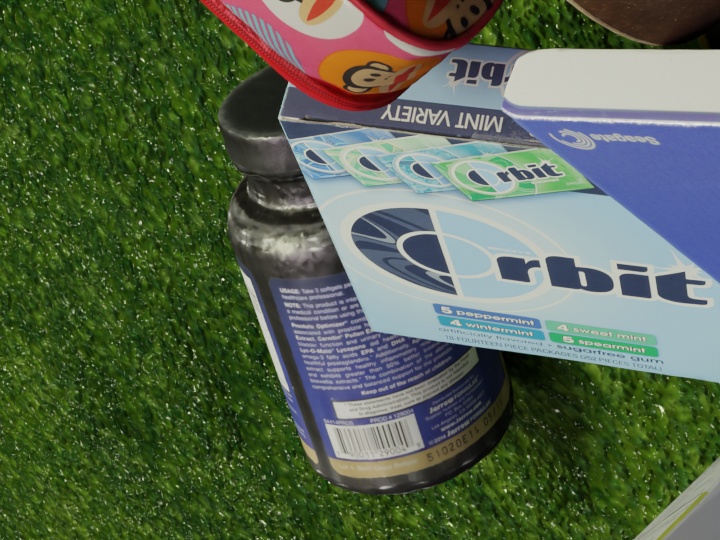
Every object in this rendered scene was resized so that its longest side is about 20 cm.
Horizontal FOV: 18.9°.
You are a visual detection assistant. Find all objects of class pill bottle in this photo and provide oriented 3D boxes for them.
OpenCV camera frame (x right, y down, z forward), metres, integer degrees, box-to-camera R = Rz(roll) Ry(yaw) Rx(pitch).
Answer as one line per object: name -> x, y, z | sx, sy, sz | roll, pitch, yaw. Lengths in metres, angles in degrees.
pill bottle -> 0.000, 0.000, 1.050 | 0.111, 0.112, 0.201 | 16, 133, 45

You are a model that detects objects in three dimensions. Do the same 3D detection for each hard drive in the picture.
hard drive -> 0.155, -0.014, 0.718 | 0.131, 0.026, 0.200 | 7, 160, 46

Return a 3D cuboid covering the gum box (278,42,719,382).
gum box -> 0.071, -0.022, 0.868 | 0.168, 0.045, 0.200 | 8, 158, 16

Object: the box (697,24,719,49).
box -> 0.220, -0.060, 0.759 | 0.199, 0.049, 0.161 | -3, 117, 54

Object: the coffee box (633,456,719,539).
coffee box -> 0.184, 0.179, 0.872 | 0.200, 0.198, 0.200 | 46, 162, 9

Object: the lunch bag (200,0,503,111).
lunch bag -> -0.001, -0.176, 0.771 | 0.176, 0.200, 0.082 | 41, 150, -8

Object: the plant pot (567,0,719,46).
plant pot -> 0.136, -0.191, 0.624 | 0.199, 0.187, 0.188 | -25, 102, 36
